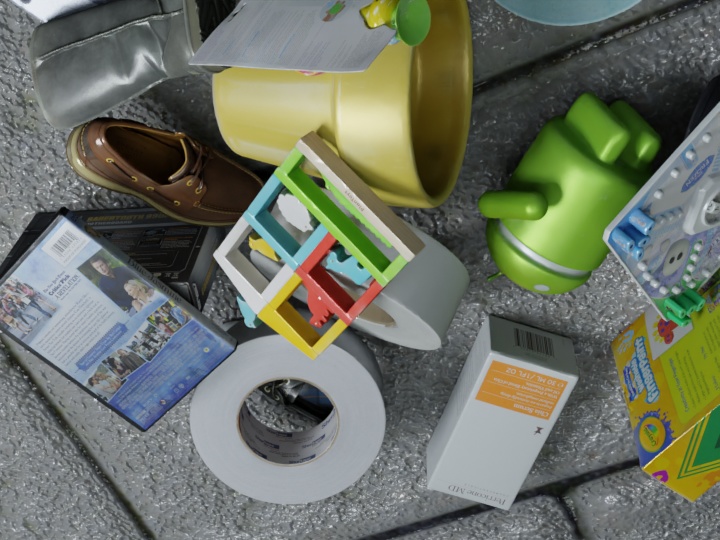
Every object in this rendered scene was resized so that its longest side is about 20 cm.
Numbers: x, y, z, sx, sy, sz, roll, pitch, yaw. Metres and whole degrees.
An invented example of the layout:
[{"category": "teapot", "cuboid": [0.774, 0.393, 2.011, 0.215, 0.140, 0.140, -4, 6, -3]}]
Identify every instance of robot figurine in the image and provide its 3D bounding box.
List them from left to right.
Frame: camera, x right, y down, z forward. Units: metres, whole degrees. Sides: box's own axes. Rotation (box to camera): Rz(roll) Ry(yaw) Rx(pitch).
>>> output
[{"category": "robot figurine", "cuboid": [0.194, -0.063, 1.002, 0.175, 0.116, 0.200, 6, 127, -37]}]

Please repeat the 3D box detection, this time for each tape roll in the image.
[{"category": "tape roll", "cuboid": [-0.074, 0.141, 1.112, 0.200, 0.066, 0.201, -1, 113, -1]}, {"category": "tape roll", "cuboid": [0.000, 0.000, 1.013, 0.202, 0.202, 0.071, 29, 75, -13]}]

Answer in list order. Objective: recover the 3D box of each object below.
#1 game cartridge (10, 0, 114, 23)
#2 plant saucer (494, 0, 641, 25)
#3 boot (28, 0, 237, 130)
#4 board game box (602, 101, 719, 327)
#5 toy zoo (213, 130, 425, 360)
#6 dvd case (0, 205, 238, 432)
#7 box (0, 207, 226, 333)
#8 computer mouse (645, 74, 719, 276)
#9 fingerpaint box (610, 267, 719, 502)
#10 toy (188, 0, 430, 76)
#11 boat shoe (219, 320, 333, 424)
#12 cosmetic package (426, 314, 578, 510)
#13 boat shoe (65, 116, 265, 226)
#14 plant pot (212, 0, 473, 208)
[{"category": "game cartridge", "cuboid": [-0.227, -0.266, 0.957, 0.200, 0.041, 0.133, 22, 117, -9]}, {"category": "plant saucer", "cuboid": [0.178, -0.308, 0.900, 0.200, 0.039, 0.201, 2, 122, 3]}, {"category": "boot", "cuboid": [-0.198, -0.225, 0.918, 0.200, 0.072, 0.182, -8, 79, 37]}, {"category": "board game box", "cuboid": [0.320, -0.058, 0.954, 0.200, 0.026, 0.200, -48, 141, 2]}, {"category": "toy zoo", "cuboid": [-0.047, -0.008, 0.906, 0.131, 0.020, 0.200, 45, 133, 4]}, {"category": "dvd case", "cuboid": [-0.231, 0.050, 0.975, 0.200, 0.018, 0.143, 40, 116, -19]}, {"category": "box", "cuboid": [-0.243, -0.004, 1.046, 0.199, 0.159, 0.048, -3, 120, 5]}, {"category": "computer mouse", "cuboid": [0.330, -0.076, 1.000, 0.140, 0.046, 0.200, 17, 99, -53]}, {"category": "fingerpaint box", "cuboid": [0.338, 0.094, 1.040, 0.073, 0.200, 0.167, 33, 118, -16]}, {"category": "toy", "cuboid": [-0.027, -0.178, 0.792, 0.200, 0.115, 0.047, 11, 149, 47]}, {"category": "boat shoe", "cuboid": [-0.072, 0.119, 1.168, 0.200, 0.057, 0.069, 27, 120, -12]}, {"category": "cosmetic package", "cuboid": [0.150, 0.157, 1.167, 0.101, 0.071, 0.200, 16, 122, -6]}, {"category": "boat shoe", "cuboid": [-0.171, -0.091, 1.003, 0.200, 0.072, 0.068, 18, 162, -33]}, {"category": "plant pot", "cuboid": [-0.016, -0.160, 0.926, 0.188, 0.201, 0.201, 6, 123, 19]}]
